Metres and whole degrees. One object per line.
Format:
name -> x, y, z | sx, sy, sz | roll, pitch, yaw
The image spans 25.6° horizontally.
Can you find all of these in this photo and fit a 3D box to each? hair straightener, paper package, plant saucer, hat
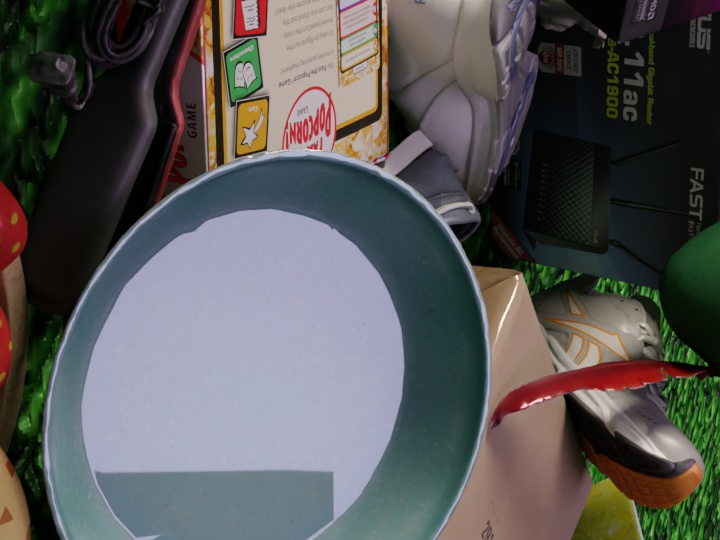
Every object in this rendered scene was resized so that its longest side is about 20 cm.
hair straightener -> -0.081, -0.074, 0.568 | 0.202, 0.041, 0.077 | -64, 164, 15
paper package -> 0.033, 0.123, 0.841 | 0.192, 0.102, 0.201 | -60, 145, -29
plant saucer -> -0.038, 0.051, 0.627 | 0.198, 0.036, 0.203 | -7, 104, -30
hat -> 0.171, 0.017, 0.866 | 0.200, 0.174, 0.168 | 48, 44, -73

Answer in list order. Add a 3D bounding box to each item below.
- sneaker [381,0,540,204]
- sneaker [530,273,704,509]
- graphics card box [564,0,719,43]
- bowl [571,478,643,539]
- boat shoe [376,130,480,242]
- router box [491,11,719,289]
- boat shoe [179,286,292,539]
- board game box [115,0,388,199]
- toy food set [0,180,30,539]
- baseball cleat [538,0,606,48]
sneaker -> 0.045, -0.103, 0.817 | 0.201, 0.086, 0.075 | 83, 27, -64
sneaker -> 0.151, 0.056, 0.923 | 0.091, 0.200, 0.076 | -33, 126, -7
graphics card box -> 0.197, -0.198, 0.779 | 0.198, 0.051, 0.126 | -19, 137, -27
bowl -> 0.153, 0.248, 1.068 | 0.200, 0.106, 0.203 | -14, 90, -83
boat shoe -> 0.000, 0.000, 0.752 | 0.073, 0.062, 0.200 | -44, -178, 40
router box -> 0.154, -0.094, 0.929 | 0.062, 0.148, 0.202 | -35, 129, -50
boat shoe -> -0.070, 0.089, 0.672 | 0.065, 0.073, 0.202 | -35, 124, -43
board game box -> -0.042, -0.128, 0.674 | 0.151, 0.046, 0.203 | -30, 125, -54
toy food set -> -0.170, 0.044, 0.505 | 0.197, 0.048, 0.203 | 15, 87, -61
baseball cleat -> 0.079, -0.188, 0.803 | 0.199, 0.069, 0.108 | 16, 84, -44
